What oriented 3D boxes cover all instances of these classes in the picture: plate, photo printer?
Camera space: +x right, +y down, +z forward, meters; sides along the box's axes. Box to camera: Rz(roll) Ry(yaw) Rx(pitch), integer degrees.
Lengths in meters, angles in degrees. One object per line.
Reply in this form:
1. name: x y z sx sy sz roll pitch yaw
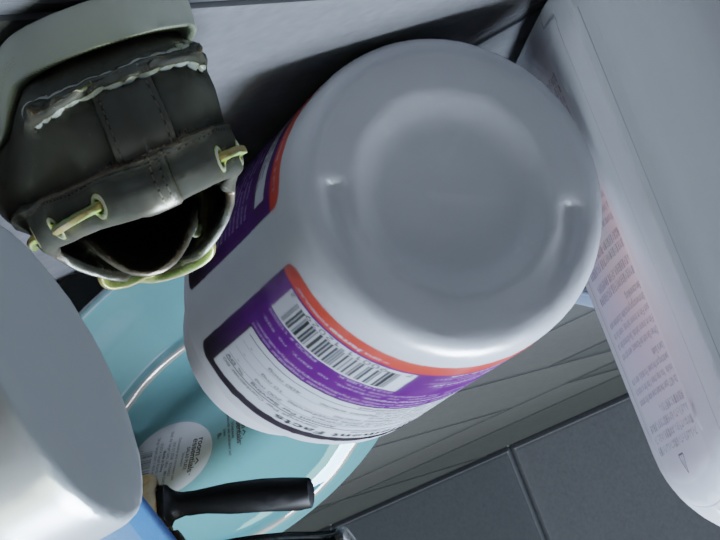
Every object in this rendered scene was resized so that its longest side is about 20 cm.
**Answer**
1. plate: -0.057 0.063 1.154 0.200 0.026 0.200 -22 137 -22
2. photo printer: 0.122 -0.003 0.952 0.069 0.200 0.166 -20 171 -7

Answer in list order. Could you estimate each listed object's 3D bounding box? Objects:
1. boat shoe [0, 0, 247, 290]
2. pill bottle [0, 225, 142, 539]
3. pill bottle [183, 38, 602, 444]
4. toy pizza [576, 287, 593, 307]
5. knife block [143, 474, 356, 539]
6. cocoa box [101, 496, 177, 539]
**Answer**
1. boat shoe: -0.071 -0.026 0.794 0.072 0.060 0.202 -20 172 -9
2. pill bottle: -0.157 0.069 0.653 0.200 0.111 0.111 -29 171 11
3. pill bottle: 0.000 0.000 0.972 0.111 0.112 0.200 -18 172 -22
4. toy pizza: 0.136 -0.020 1.216 0.200 0.032 0.200 5 -164 -1
5. knife block: -0.109 0.122 1.119 0.175 0.200 0.064 -37 137 -26
6. cocoa box: -0.148 0.132 0.831 0.200 0.133 0.131 -41 -155 -12
